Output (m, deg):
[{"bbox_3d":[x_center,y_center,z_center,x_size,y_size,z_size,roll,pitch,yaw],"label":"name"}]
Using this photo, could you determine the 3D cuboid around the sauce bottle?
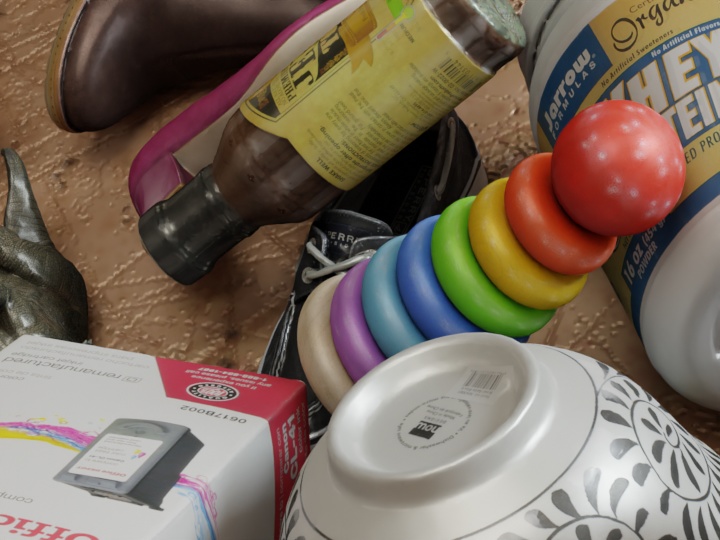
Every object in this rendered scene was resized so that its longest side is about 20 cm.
[{"bbox_3d":[-0.018,-0.066,1.112,0.200,0.065,0.065,-38,47,16],"label":"sauce bottle"}]

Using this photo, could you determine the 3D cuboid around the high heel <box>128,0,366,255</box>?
[{"bbox_3d":[-0.036,-0.088,1.191,0.200,0.067,0.096,-46,23,17],"label":"high heel"}]

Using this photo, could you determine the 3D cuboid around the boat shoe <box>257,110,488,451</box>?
[{"bbox_3d":[0.000,0.000,1.136,0.071,0.068,0.201,15,59,29],"label":"boat shoe"}]

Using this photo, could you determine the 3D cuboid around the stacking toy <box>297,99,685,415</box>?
[{"bbox_3d":[0.062,-0.005,1.017,0.200,0.085,0.086,-40,37,39],"label":"stacking toy"}]

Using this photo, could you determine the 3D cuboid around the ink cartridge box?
[{"bbox_3d":[-0.123,0.106,1.002,0.146,0.086,0.200,9,20,18],"label":"ink cartridge box"}]

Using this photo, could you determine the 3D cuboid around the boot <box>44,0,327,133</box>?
[{"bbox_3d":[-0.053,-0.131,1.256,0.166,0.073,0.200,20,58,34],"label":"boot"}]

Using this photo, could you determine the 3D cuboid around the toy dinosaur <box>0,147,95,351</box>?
[{"bbox_3d":[-0.166,0.021,1.176,0.077,0.102,0.200,-44,35,15],"label":"toy dinosaur"}]

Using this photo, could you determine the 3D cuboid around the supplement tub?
[{"bbox_3d":[0.159,-0.052,1.069,0.144,0.145,0.201,-24,49,0],"label":"supplement tub"}]

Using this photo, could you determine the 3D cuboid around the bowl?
[{"bbox_3d":[0.044,0.088,0.946,0.199,0.095,0.201,-18,31,11],"label":"bowl"}]
